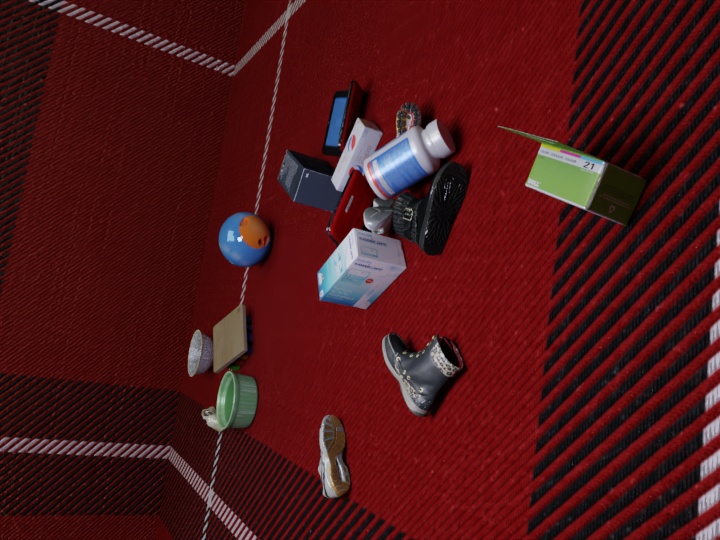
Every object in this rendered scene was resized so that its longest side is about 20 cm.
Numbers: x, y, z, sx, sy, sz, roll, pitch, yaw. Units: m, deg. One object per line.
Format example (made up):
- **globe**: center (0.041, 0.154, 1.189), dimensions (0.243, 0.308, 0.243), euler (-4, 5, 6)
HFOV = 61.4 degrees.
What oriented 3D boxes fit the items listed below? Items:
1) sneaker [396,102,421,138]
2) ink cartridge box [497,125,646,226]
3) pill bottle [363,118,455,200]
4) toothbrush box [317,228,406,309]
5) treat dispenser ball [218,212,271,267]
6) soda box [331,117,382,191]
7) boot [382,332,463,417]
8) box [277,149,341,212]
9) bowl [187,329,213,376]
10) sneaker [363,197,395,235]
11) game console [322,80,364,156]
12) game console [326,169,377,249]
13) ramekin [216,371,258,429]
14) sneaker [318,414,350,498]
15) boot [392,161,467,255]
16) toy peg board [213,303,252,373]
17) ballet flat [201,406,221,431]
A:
- **sneaker**: center (0.119, -0.300, 1.480), dimensions (0.082, 0.076, 0.206), euler (-43, -38, -78)
- **ink cartridge box**: center (0.308, -0.147, 0.926), dimensions (0.148, 0.196, 0.078), euler (43, 116, 58)
- **pill bottle**: center (0.113, -0.254, 1.377), dimensions (0.197, 0.111, 0.115), euler (-28, 53, 28)
- **toothbrush box**: center (0.000, 0.000, 1.496), dimensions (0.200, 0.143, 0.087), euler (-47, 41, 41)
- **treat dispenser ball**: center (-0.433, -0.116, 2.277), dimensions (0.200, 0.196, 0.207), euler (-31, 53, 53)
- **soda box**: center (-0.012, -0.323, 1.724), dimensions (0.203, 0.062, 0.069), euler (-63, 32, 25)
- **boot**: center (0.129, 0.178, 1.270), dimensions (0.155, 0.072, 0.206), euler (-56, 42, 31)
- **box**: center (-0.154, -0.279, 1.880), dimensions (0.109, 0.145, 0.200), euler (-68, 30, 18)
- **bowl**: center (-0.692, 0.371, 2.683), dimensions (0.200, 0.092, 0.206), euler (-32, 52, 53)
- **sneaker**: center (0.050, -0.120, 1.477), dimensions (0.201, 0.068, 0.083), euler (-55, -29, -69)
- **game console**: center (-0.067, -0.451, 1.805), dimensions (0.172, 0.115, 0.206), euler (5, -83, -77)
- **game console**: center (-0.046, -0.133, 1.591), dimensions (0.116, 0.173, 0.204), euler (2, 58, 36)
- **ramekin**: center (-0.443, 0.471, 2.183), dimensions (0.199, 0.095, 0.206), euler (-32, 53, 54)
- **sneaker**: center (-0.082, 0.474, 1.542), dimensions (0.088, 0.074, 0.205), euler (-45, 42, 45)
- **boot**: center (0.146, -0.154, 1.353), dimensions (0.158, 0.078, 0.216), euler (47, 121, 57)
- **toy peg board**: center (-0.476, 0.274, 2.351), dimensions (0.198, 0.097, 0.204), euler (-36, 48, 31)
- **ballet flat**: center (-0.603, 0.605, 2.462), dimensions (0.199, 0.068, 0.072), euler (9, 87, 62)
